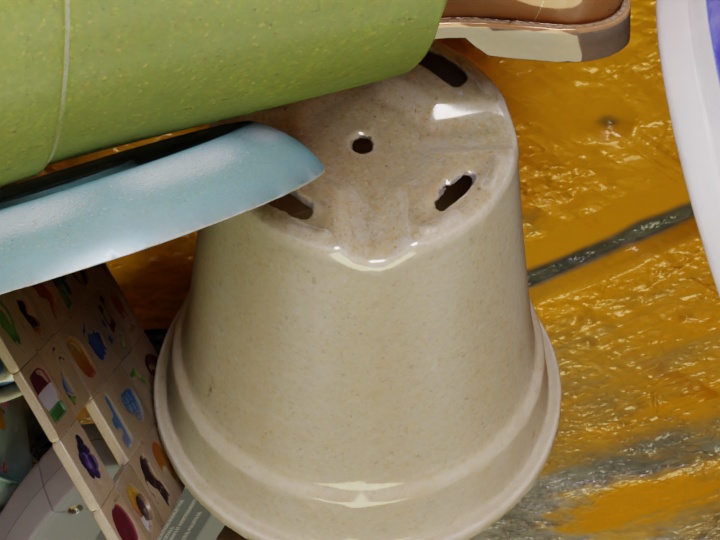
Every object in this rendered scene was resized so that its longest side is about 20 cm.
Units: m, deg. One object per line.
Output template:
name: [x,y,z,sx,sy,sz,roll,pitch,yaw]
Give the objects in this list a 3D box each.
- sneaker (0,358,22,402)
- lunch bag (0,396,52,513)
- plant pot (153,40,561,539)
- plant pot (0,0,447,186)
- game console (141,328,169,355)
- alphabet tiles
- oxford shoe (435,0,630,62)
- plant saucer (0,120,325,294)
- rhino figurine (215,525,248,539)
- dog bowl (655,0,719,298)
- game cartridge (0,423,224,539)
sneaker: [-0.178,0.027,0.991,0.077,0.200,0.076,35,106,6]
lunch bag: [-0.261,0.098,1.153,0.169,0.123,0.200,-15,159,8]
plant pot: [0.000,0.000,0.944,0.198,0.202,0.184,-1,141,-2]
plant pot: [-0.074,-0.121,0.721,0.188,0.202,0.200,-5,154,-19]
game console: [-0.043,0.099,1.166,0.198,0.117,0.178,5,111,-13]
alphabet tiles: [-0.128,0.037,0.964,0.007,0.168,0.200,-28,-172,9]
oxford shoe: [0.011,-0.129,0.835,0.198,0.072,0.072,-1,124,-2]
plant saucer: [-0.111,-0.020,0.774,0.198,0.028,0.200,-16,-172,2]
rhino figurine: [-0.028,0.141,1.035,0.086,0.060,0.200,-3,-166,-9]
dog bowl: [0.189,-0.038,0.853,0.078,0.202,0.200,-16,149,19]
game cartridge: [-0.134,0.142,1.137,0.132,0.041,0.200,-7,147,-34]
